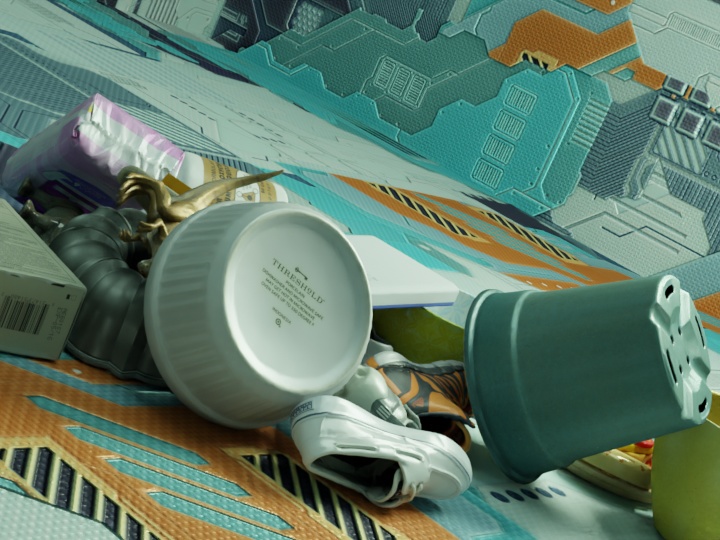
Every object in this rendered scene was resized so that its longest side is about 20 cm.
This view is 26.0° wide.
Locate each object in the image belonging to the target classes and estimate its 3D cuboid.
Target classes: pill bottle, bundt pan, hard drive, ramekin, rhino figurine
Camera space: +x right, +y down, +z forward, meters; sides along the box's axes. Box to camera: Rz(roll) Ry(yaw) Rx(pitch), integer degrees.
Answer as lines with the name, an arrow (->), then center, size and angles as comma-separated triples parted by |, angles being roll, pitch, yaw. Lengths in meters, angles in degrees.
pill bottle -> -0.196, -0.077, 1.859 | 0.199, 0.115, 0.114 | 19, 12, -26
bundt pan -> -0.196, 0.012, 1.417 | 0.200, 0.076, 0.202 | 21, 29, -12
hard drive -> 0.000, 0.000, 1.610 | 0.131, 0.026, 0.199 | 31, 16, 29
ramekin -> -0.078, 0.033, 1.337 | 0.201, 0.204, 0.094 | 17, -18, -34
rhino figurine -> -0.304, -0.027, 1.541 | 0.087, 0.060, 0.200 | 30, 12, -21

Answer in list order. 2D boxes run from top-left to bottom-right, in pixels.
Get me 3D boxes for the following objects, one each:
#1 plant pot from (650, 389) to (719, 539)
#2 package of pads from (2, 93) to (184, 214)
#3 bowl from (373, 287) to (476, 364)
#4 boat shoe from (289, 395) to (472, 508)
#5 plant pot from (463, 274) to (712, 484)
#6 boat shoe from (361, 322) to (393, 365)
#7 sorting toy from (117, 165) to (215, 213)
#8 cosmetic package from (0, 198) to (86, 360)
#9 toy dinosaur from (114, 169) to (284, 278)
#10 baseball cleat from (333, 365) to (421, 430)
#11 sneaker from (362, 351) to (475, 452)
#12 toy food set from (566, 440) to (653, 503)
plant pot -> 0.381, 0.225, 1.620 | 0.199, 0.143, 0.200 | 23, 12, -5
package of pads -> -0.283, -0.105, 1.627 | 0.120, 0.076, 0.199 | 36, -30, -23
bowl -> 0.089, 0.086, 1.726 | 0.199, 0.108, 0.200 | 24, 11, -5
boat shoe -> 0.020, 0.171, 1.335 | 0.199, 0.074, 0.066 | 22, 40, -33
plant pot -> 0.232, 0.097, 1.545 | 0.195, 0.202, 0.200 | -14, -9, 29
boat shoe -> -0.012, 0.069, 1.691 | 0.071, 0.069, 0.200 | 21, 11, -16
sorting toy -> -0.127, -0.025, 1.531 | 0.199, 0.037, 0.185 | 28, -14, 35
cosmetic package -> -0.329, -0.004, 1.352 | 0.103, 0.074, 0.200 | 15, 14, -38
toy dinosaur -> -0.165, -0.051, 1.413 | 0.106, 0.061, 0.200 | 36, 45, -1
baseball cleat -> -0.003, 0.131, 1.454 | 0.107, 0.070, 0.200 | 49, -6, -9
sneaker -> 0.083, 0.148, 1.564 | 0.199, 0.078, 0.112 | 10, 29, -49
toy food set -> 0.272, 0.198, 1.758 | 0.199, 0.049, 0.198 | 12, 17, -46
